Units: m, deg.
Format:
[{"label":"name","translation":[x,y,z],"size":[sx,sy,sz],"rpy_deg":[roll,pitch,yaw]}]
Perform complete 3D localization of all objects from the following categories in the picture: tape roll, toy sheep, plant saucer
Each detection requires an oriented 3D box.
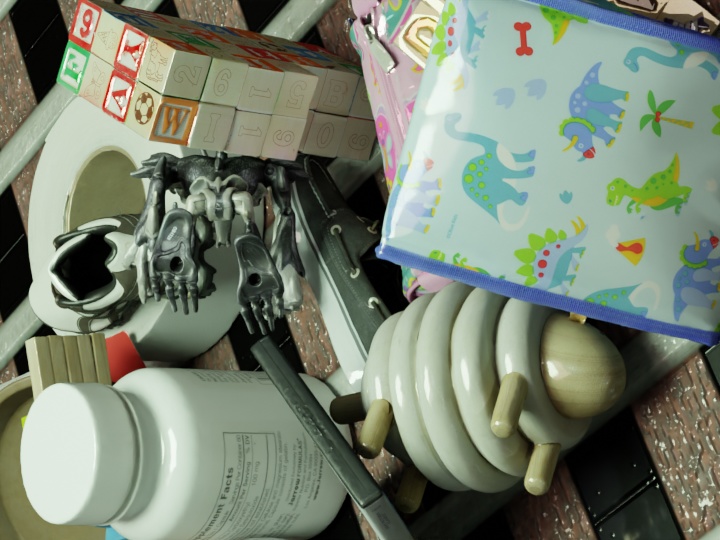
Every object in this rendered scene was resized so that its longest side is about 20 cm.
[{"label":"tape roll","translation":[-0.157,-0.036,1.763],"size":[0.202,0.071,0.203],"rpy_deg":[-5,84,50]},{"label":"toy sheep","translation":[0.064,0.070,1.441],"size":[0.200,0.138,0.138],"rpy_deg":[-8,81,29]},{"label":"plant saucer","translation":[-0.188,0.160,1.734],"size":[0.200,0.029,0.201],"rpy_deg":[9,114,21]}]

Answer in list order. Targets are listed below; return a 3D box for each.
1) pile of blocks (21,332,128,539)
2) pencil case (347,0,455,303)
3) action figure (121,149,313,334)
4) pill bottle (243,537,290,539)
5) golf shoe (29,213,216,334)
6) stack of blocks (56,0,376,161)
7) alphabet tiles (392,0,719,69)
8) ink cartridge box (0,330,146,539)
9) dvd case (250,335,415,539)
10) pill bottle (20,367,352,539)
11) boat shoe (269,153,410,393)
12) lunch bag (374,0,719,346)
[{"label":"pile of blocks","translation":[-0.180,0.135,1.657],"size":[0.062,0.082,0.200],"rpy_deg":[-23,97,46]},{"label":"pencil case","translation":[0.046,-0.079,1.515],"size":[0.087,0.087,0.201],"rpy_deg":[-30,65,45]},{"label":"action figure","translation":[-0.091,-0.020,1.532],"size":[0.200,0.119,0.102],"rpy_deg":[-91,8,-70]},{"label":"pill bottle","translation":[-0.070,0.284,1.601],"size":[0.112,0.112,0.200],"rpy_deg":[42,119,43]},{"label":"golf shoe","translation":[-0.185,-0.004,1.669],"size":[0.200,0.094,0.078],"rpy_deg":[-20,73,49]},{"label":"stack of blocks","translation":[-0.078,-0.116,1.575],"size":[0.115,0.200,0.059],"rpy_deg":[31,108,46]},{"label":"alphabet tiles","translation":[0.110,-0.163,1.444],"size":[0.200,0.006,0.167],"rpy_deg":[42,110,22]},{"label":"ink cartridge box","translation":[-0.199,0.144,1.764],"size":[0.200,0.050,0.161],"rpy_deg":[-22,100,49]},{"label":"dvd case","translation":[0.004,0.138,1.485],"size":[0.018,0.200,0.143],"rpy_deg":[-35,51,-4]},{"label":"pill bottle","translation":[-0.114,0.121,1.598],"size":[0.114,0.200,0.115],"rpy_deg":[-6,82,50]},{"label":"boat shoe","translation":[0.000,0.000,1.586],"size":[0.057,0.069,0.200],"rpy_deg":[-34,60,19]},{"label":"lunch bag","translation":[0.128,-0.064,1.363],"size":[0.199,0.127,0.171],"rpy_deg":[16,99,6]}]
